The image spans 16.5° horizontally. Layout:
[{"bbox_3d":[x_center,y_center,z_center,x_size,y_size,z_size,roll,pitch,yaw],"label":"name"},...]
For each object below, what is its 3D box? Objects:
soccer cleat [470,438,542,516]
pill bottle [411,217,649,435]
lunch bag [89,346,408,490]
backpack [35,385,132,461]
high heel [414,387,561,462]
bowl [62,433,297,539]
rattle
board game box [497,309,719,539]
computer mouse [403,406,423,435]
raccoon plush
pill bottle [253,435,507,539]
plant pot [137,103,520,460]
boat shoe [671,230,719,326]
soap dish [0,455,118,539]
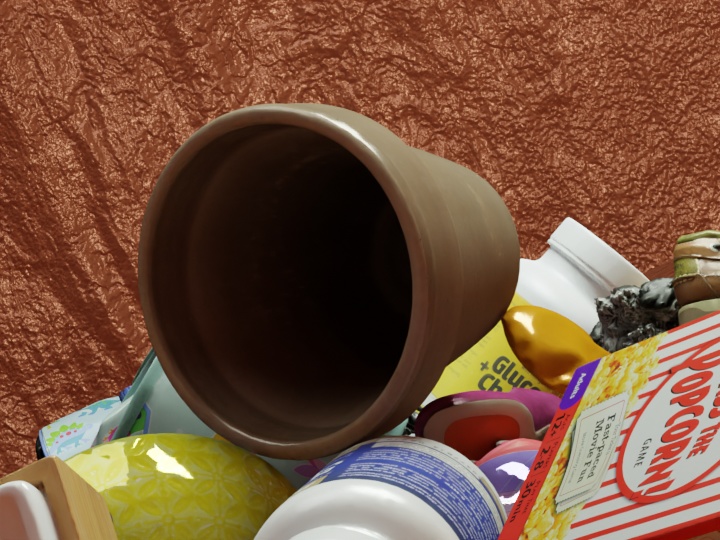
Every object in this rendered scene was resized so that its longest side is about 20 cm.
[{"bbox_3d":[0.063,0.161,1.442,0.076,0.067,0.200,10,33,41],"label":"soccer cleat"},{"bbox_3d":[0.116,0.064,1.773,0.200,0.112,0.112,-51,0,1],"label":"pill bottle"},{"bbox_3d":[-0.083,0.132,1.519,0.200,0.170,0.122,-61,6,-8],"label":"lunch bag"},{"bbox_3d":[-0.150,0.185,1.858,0.147,0.200,0.183,-27,0,-6],"label":"backpack"},{"bbox_3d":[0.076,0.098,1.574,0.200,0.096,0.067,23,-82,-51],"label":"high heel"},{"bbox_3d":[-0.107,0.200,1.358,0.200,0.200,0.108,-27,33,-1],"label":"bowl"},{"bbox_3d":[0.201,0.042,1.408,0.130,0.143,0.200,-36,7,-31],"label":"rattle"},{"bbox_3d":[0.157,0.088,1.178,0.200,0.046,0.152,-27,28,48],"label":"board game box"},{"bbox_3d":[-0.028,0.045,1.587,0.138,0.200,0.053,13,64,27],"label":"computer mouse"},{"bbox_3d":[0.224,0.084,1.564,0.200,0.134,0.097,5,-24,-12],"label":"raccoon plush"},{"bbox_3d":[0.005,0.158,1.253,0.120,0.120,0.200,-27,0,13],"label":"pill bottle"},{"bbox_3d":[0.000,0.000,1.429,0.200,0.200,0.175,-27,-10,33],"label":"plant pot"},{"bbox_3d":[0.290,0.001,1.513,0.200,0.068,0.072,-2,-16,-7],"label":"boat shoe"},{"bbox_3d":[-0.175,0.215,1.266,0.157,0.200,0.081,-27,-17,26],"label":"soap dish"}]
